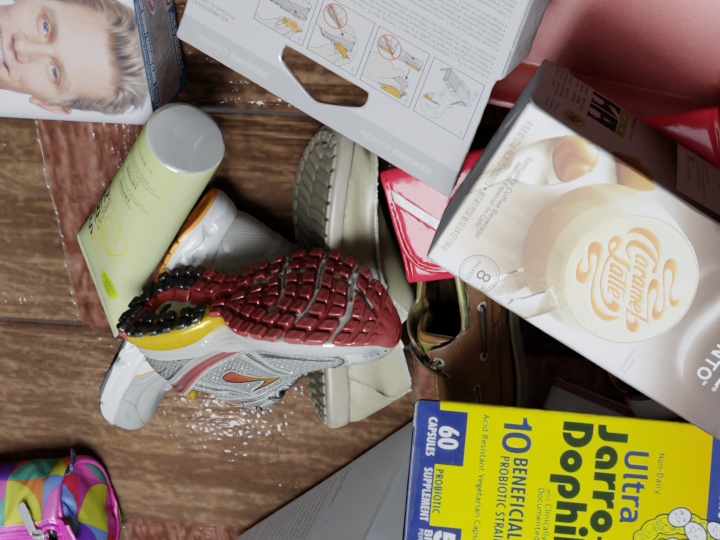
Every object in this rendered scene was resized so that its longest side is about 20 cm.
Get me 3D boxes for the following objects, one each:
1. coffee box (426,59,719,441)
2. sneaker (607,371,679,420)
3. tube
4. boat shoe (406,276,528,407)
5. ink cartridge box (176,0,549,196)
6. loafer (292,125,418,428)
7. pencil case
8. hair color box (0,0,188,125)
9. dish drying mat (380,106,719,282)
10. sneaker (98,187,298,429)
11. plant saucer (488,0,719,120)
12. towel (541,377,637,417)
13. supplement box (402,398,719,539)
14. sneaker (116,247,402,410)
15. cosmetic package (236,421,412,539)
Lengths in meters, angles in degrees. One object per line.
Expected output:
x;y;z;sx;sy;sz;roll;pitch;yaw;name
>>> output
0.154;-0.011;1.469;0.200;0.080;0.114;31;113;-3;coffee box
0.218;0.017;1.550;0.200;0.078;0.112;-20;113;31;sneaker
-0.139;-0.033;1.640;0.052;0.058;0.200;27;147;-8;tube
0.059;0.037;1.610;0.072;0.068;0.200;25;121;49;boat shoe
0.004;-0.165;1.497;0.200;0.045;0.176;31;129;13;ink cartridge box
0.000;0.000;1.633;0.068;0.076;0.200;-7;115;-17;loafer
-0.267;0.176;1.844;0.200;0.088;0.088;-8;118;27;pencil case
-0.215;-0.151;1.625;0.200;0.061;0.100;4;123;19;hair color box
0.116;-0.041;1.517;0.200;0.018;0.077;-9;109;14;dish drying mat
-0.102;0.043;1.700;0.092;0.076;0.200;28;128;-3;sneaker
0.132;-0.178;1.484;0.200;0.037;0.200;14;125;14;plant saucer
0.145;0.181;1.608;0.144;0.200;0.023;23;163;8;towel
0.126;0.138;1.539;0.200;0.110;0.109;5;87;1;supplement box
-0.052;0.040;1.597;0.200;0.078;0.082;-2;133;41;sneaker
0.010;0.236;1.719;0.165;0.165;0.200;45;126;-12;cosmetic package
